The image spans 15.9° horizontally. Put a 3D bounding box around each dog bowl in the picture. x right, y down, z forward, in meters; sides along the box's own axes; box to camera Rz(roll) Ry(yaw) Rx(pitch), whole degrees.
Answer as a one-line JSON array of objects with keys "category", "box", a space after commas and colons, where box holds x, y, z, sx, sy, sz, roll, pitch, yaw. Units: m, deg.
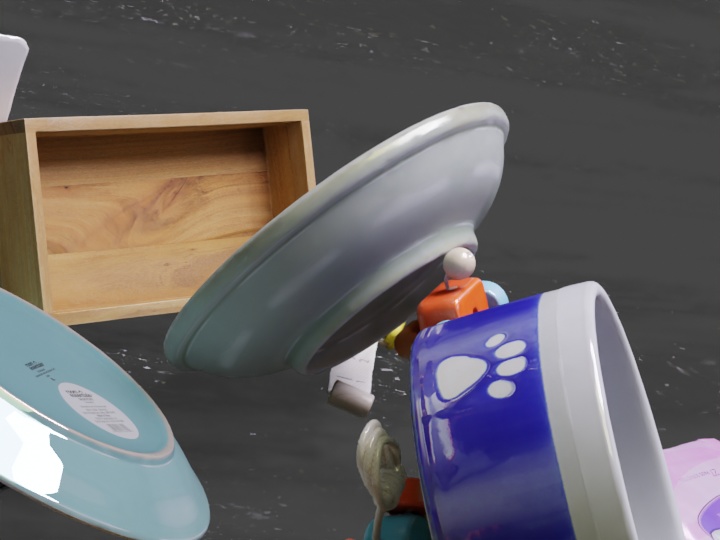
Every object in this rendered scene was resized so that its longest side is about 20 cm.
[{"category": "dog bowl", "box": [0.086, 0.110, 1.069, 0.079, 0.200, 0.200, -15, 23, 11]}]

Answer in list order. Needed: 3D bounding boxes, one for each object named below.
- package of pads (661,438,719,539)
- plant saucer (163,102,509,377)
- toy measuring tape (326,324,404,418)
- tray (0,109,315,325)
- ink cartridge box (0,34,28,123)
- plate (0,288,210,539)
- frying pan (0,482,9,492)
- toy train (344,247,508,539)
[{"category": "package of pads", "box": [0.190, 0.163, 1.207, 0.200, 0.076, 0.120, 40, 31, 29]}, {"category": "plant saucer", "box": [0.000, 0.000, 1.227, 0.050, 0.200, 0.200, 54, 32, 11]}, {"category": "toy measuring tape", "box": [0.014, 0.005, 1.359, 0.074, 0.074, 0.200, 24, 24, -4]}, {"category": "tray", "box": [-0.100, -0.028, 1.286, 0.037, 0.099, 0.200, -6, 0, 40]}, {"category": "ink cartridge box", "box": [-0.271, -0.086, 1.210, 0.200, 0.116, 0.068, 10, 19, -31]}, {"category": "plate", "box": [-0.143, 0.048, 1.109, 0.200, 0.026, 0.200, 34, 10, -7]}, {"category": "frying pan", "box": [-0.191, 0.039, 1.155, 0.115, 0.031, 0.190, 24, 27, -8]}, {"category": "toy train", "box": [0.022, 0.086, 1.156, 0.056, 0.150, 0.200, -6, 20, 22]}]
